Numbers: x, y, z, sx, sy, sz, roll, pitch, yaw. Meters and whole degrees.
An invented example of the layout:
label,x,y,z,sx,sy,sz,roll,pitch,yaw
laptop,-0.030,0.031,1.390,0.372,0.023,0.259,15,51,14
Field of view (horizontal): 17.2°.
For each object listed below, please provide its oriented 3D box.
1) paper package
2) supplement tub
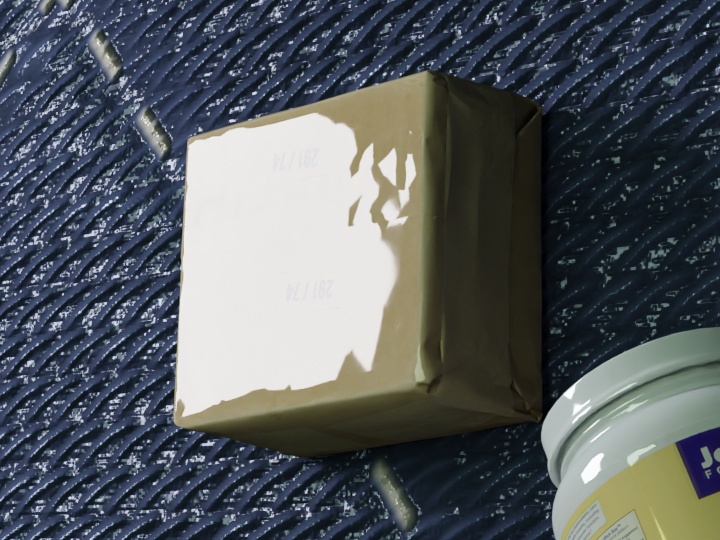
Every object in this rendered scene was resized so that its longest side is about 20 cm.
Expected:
label,x,y,z,sx,sy,sz,roll,pitch,yaw
paper package,0.000,0.000,1.336,0.200,0.103,0.191,-14,67,42
supplement tub,0.173,0.142,1.092,0.145,0.145,0.200,-40,54,30
